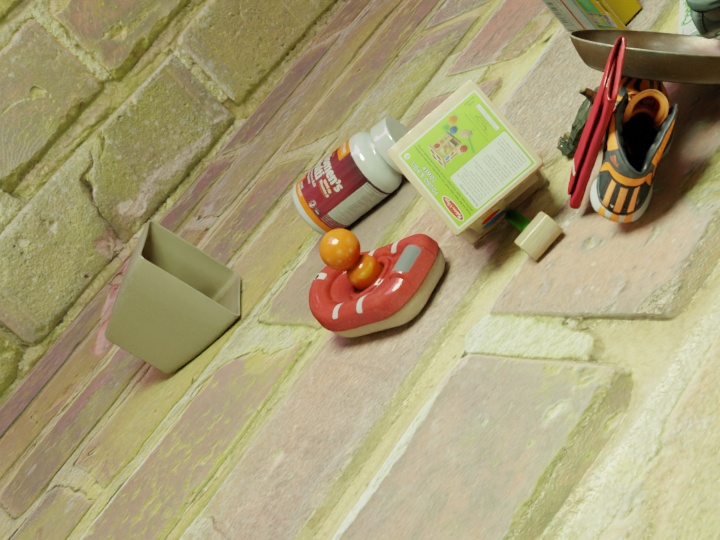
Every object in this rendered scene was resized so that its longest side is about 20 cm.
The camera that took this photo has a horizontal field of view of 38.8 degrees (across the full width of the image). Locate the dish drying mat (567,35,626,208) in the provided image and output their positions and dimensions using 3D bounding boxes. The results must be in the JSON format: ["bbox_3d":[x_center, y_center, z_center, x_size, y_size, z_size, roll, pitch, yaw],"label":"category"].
[{"bbox_3d":[0.233,-0.142,1.023,0.200,0.018,0.077,87,-162,-64],"label":"dish drying mat"}]

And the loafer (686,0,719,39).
[{"bbox_3d":[0.441,-0.299,1.060,0.199,0.063,0.072,-15,41,19],"label":"loafer"}]

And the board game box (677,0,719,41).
[{"bbox_3d":[0.436,-0.337,1.197,0.126,0.035,0.200,-32,24,36],"label":"board game box"}]

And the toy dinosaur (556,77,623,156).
[{"bbox_3d":[0.271,-0.184,1.160,0.088,0.047,0.200,-41,-13,-7],"label":"toy dinosaur"}]

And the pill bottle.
[{"bbox_3d":[-0.005,-0.149,1.625,0.200,0.110,0.110,-37,21,25],"label":"pill bottle"}]

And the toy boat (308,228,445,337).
[{"bbox_3d":[0.000,0.000,1.284,0.200,0.131,0.131,-20,32,52],"label":"toy boat"}]

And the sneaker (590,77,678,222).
[{"bbox_3d":[0.284,-0.151,1.016,0.112,0.077,0.200,94,-169,-54],"label":"sneaker"}]

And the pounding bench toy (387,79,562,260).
[{"bbox_3d":[0.153,-0.091,1.184,0.124,0.200,0.156,-41,-12,8],"label":"pounding bench toy"}]

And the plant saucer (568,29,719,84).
[{"bbox_3d":[0.316,-0.222,1.063,0.200,0.200,0.035,-114,26,-69],"label":"plant saucer"}]

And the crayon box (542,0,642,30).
[{"bbox_3d":[0.312,-0.398,1.439,0.052,0.126,0.200,-45,20,1],"label":"crayon box"}]

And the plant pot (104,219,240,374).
[{"bbox_3d":[-0.344,0.059,1.815,0.177,0.199,0.200,-53,17,14],"label":"plant pot"}]
